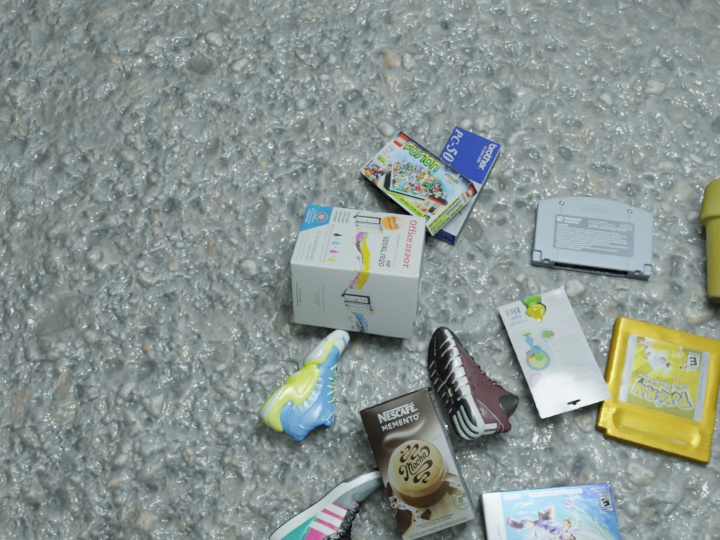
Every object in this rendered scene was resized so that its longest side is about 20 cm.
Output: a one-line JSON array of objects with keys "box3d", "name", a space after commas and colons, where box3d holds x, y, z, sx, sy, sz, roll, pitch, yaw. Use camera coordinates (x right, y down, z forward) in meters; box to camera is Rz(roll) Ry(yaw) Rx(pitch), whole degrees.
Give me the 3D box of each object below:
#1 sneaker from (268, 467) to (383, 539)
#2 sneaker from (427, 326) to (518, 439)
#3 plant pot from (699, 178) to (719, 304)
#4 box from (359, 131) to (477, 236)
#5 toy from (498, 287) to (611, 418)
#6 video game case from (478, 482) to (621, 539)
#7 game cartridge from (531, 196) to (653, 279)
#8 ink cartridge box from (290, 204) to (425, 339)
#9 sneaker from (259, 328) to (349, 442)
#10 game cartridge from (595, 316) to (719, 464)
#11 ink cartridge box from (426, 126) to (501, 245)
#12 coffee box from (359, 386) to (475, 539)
[{"box3d": [-0.026, 0.394, 1.164, 0.200, 0.084, 0.121, -35, 65, -2], "name": "sneaker"}, {"box3d": [0.185, 0.181, 1.249, 0.115, 0.076, 0.200, 6, 48, -25], "name": "sneaker"}, {"box3d": [0.644, -0.033, 1.251, 0.200, 0.201, 0.189, 12, 86, 8], "name": "plant pot"}, {"box3d": [0.097, -0.155, 1.360, 0.110, 0.035, 0.200, -44, 51, -3], "name": "box"}, {"box3d": [0.311, 0.136, 1.270, 0.115, 0.047, 0.200, -17, 65, 0], "name": "toy"}, {"box3d": [0.288, 0.418, 1.159, 0.199, 0.045, 0.182, -5, 69, 1], "name": "video game case"}, {"box3d": [0.402, -0.061, 1.350, 0.199, 0.040, 0.134, 8, 72, 6], "name": "game cartridge"}, {"box3d": [0.000, 0.000, 1.268, 0.199, 0.145, 0.147, 7, 45, 5], "name": "ink cartridge box"}, {"box3d": [-0.066, 0.192, 1.266, 0.105, 0.076, 0.200, 43, 75, -1], "name": "sneaker"}, {"box3d": [0.480, 0.188, 1.247, 0.176, 0.032, 0.200, 14, 69, 9], "name": "game cartridge"}, {"box3d": [0.169, -0.153, 1.394, 0.094, 0.044, 0.200, 25, 72, 12], "name": "ink cartridge box"}, {"box3d": [0.086, 0.287, 1.174, 0.113, 0.080, 0.200, -21, 81, 6], "name": "coffee box"}]
